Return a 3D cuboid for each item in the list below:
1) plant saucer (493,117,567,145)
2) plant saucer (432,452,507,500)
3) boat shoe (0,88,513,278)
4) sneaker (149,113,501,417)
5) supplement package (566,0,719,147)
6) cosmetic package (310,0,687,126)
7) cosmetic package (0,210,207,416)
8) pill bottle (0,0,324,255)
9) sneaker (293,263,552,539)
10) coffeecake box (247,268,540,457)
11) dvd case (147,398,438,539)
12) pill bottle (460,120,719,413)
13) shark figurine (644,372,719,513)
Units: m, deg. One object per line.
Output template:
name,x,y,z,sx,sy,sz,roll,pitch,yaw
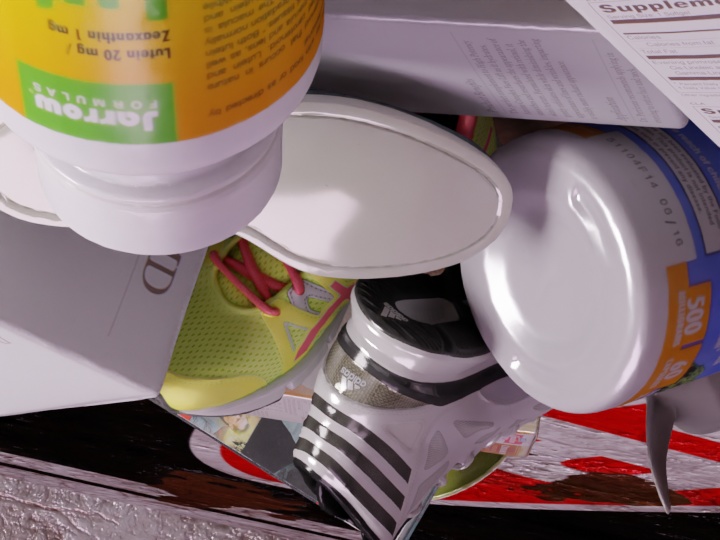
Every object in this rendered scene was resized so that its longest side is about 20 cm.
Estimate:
plant saucer,0.016,-0.093,0.890,0.199,0.030,0.200,9,167,2
plant saucer,0.014,0.031,1.115,0.199,0.201,0.031,2,-163,27
boat shoe,-0.042,-0.046,0.738,0.199,0.073,0.062,6,-149,-11
sneaker,-0.020,-0.020,0.841,0.078,0.200,0.090,43,162,16
supplement package,0.155,-0.098,0.599,0.109,0.114,0.200,-1,162,32
cosmetic package,0.019,-0.105,0.719,0.199,0.074,0.102,7,167,19
cosmetic package,-0.176,-0.055,0.819,0.200,0.168,0.166,28,158,-29
pill bottle,-0.066,-0.099,0.593,0.111,0.111,0.200,8,140,6
sneaker,0.034,0.060,0.881,0.076,0.116,0.200,40,-159,28
coffeecake box,0.000,0.000,1.008,0.199,0.154,0.073,8,166,2
dvd case,-0.028,0.038,1.069,0.200,0.146,0.022,30,-174,10
pill bottle,0.149,-0.018,0.814,0.200,0.112,0.112,-15,-179,-33
shark figurine,0.179,0.044,0.954,0.089,0.129,0.214,-13,172,17
